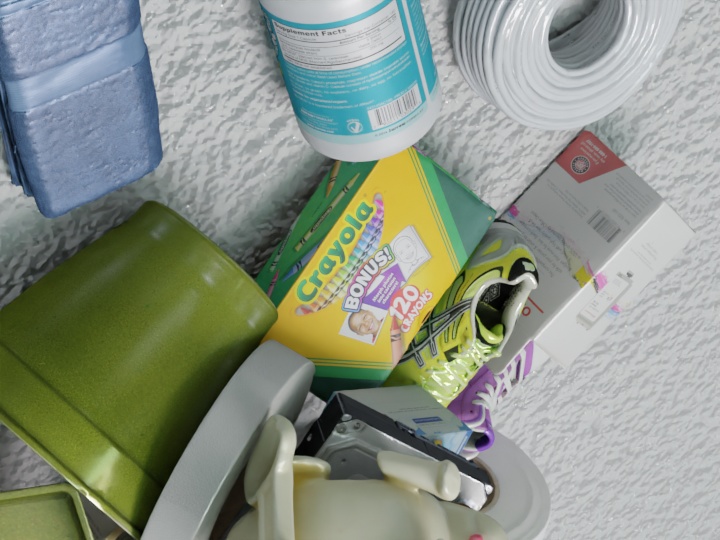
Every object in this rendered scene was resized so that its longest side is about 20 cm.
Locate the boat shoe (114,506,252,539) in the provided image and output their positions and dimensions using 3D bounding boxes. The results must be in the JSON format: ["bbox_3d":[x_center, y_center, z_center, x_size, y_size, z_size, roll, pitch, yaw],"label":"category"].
[{"bbox_3d":[-0.112,0.218,1.585,0.200,0.073,0.063,-20,125,-37],"label":"boat shoe"}]

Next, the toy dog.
[{"bbox_3d":[0.014,0.209,1.398,0.199,0.140,0.194,10,135,-18],"label":"toy dog"}]

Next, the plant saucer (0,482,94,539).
[{"bbox_3d":[-0.272,0.250,1.530,0.199,0.048,0.200,-10,110,14],"label":"plant saucer"}]

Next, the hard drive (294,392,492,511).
[{"bbox_3d":[-0.013,0.201,1.486,0.139,0.038,0.200,29,106,-24],"label":"hard drive"}]

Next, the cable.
[{"bbox_3d":[0.167,-0.203,1.562,0.200,0.069,0.200,26,105,-46],"label":"cable"}]

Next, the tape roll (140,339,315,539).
[{"bbox_3d":[-0.097,0.144,1.457,0.203,0.037,0.203,-58,172,-14],"label":"tape roll"}]

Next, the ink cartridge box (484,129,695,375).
[{"bbox_3d":[0.167,-0.003,1.692,0.200,0.117,0.067,-46,138,5],"label":"ink cartridge box"}]

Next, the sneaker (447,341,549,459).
[{"bbox_3d":[0.106,0.110,1.742,0.200,0.114,0.073,-22,133,-23],"label":"sneaker"}]

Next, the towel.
[{"bbox_3d":[-0.196,-0.138,1.359,0.111,0.049,0.200,-24,134,-20],"label":"towel"}]

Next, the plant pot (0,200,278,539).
[{"bbox_3d":[-0.167,0.060,1.453,0.193,0.200,0.200,-49,139,-9],"label":"plant pot"}]

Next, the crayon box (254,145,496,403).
[{"bbox_3d":[0.000,0.000,1.563,0.119,0.058,0.200,36,87,-31],"label":"crayon box"}]

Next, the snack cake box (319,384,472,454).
[{"bbox_3d":[-0.010,0.189,1.568,0.115,0.067,0.200,-1,124,-54],"label":"snack cake box"}]

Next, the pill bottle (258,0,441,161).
[{"bbox_3d":[-0.012,-0.181,1.415,0.111,0.111,0.200,-30,136,-13],"label":"pill bottle"}]

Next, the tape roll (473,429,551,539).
[{"bbox_3d":[0.060,0.202,1.718,0.202,0.202,0.071,-8,127,-32],"label":"tape roll"}]

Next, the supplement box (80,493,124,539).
[{"bbox_3d":[-0.198,0.231,1.638,0.200,0.074,0.126,-45,138,2],"label":"supplement box"}]

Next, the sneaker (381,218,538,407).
[{"bbox_3d":[0.073,0.055,1.602,0.075,0.076,0.200,19,109,-26],"label":"sneaker"}]
